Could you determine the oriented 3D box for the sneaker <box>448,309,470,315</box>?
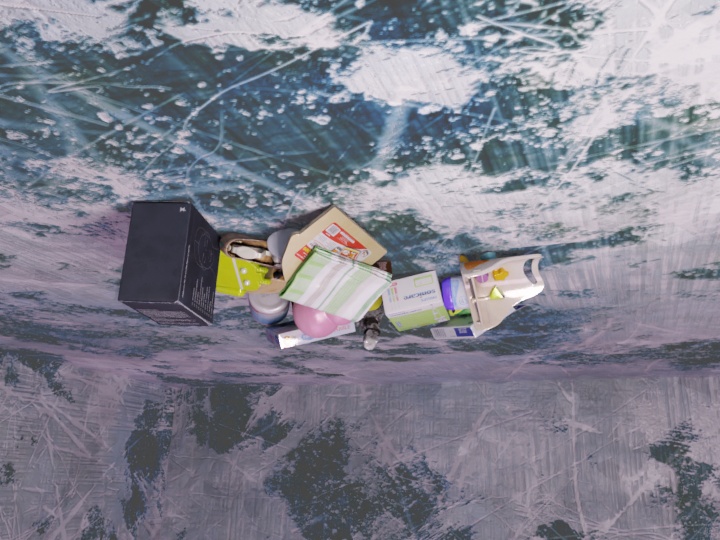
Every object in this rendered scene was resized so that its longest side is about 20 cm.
[{"bbox_3d":[0.274,0.079,1.725,0.083,0.075,0.200,-8,173,4],"label":"sneaker"}]

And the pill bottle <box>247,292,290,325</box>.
[{"bbox_3d":[-0.241,0.083,1.721,0.108,0.109,0.200,4,162,-7],"label":"pill bottle"}]

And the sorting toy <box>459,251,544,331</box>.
[{"bbox_3d":[0.325,0.022,1.471,0.179,0.107,0.200,-14,136,8],"label":"sorting toy"}]

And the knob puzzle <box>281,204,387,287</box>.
[{"bbox_3d":[-0.074,-0.029,1.312,0.218,0.031,0.220,-10,135,-11],"label":"knob puzzle"}]

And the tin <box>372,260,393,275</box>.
[{"bbox_3d":[0.000,0.000,1.468,0.111,0.042,0.200,-11,177,24],"label":"tin"}]

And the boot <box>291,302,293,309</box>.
[{"bbox_3d":[-0.133,0.052,1.664,0.073,0.076,0.200,7,161,-22],"label":"boot"}]

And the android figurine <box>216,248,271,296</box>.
[{"bbox_3d":[-0.301,-0.004,1.481,0.199,0.041,0.182,11,144,7],"label":"android figurine"}]

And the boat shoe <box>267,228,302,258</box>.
[{"bbox_3d":[-0.099,-0.045,1.376,0.199,0.072,0.068,-1,162,-14],"label":"boat shoe"}]

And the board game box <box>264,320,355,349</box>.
[{"bbox_3d":[-0.136,0.154,1.709,0.199,0.041,0.199,-12,-176,-17],"label":"board game box"}]

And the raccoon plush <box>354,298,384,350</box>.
[{"bbox_3d":[0.001,0.152,1.790,0.096,0.201,0.134,20,140,-3],"label":"raccoon plush"}]

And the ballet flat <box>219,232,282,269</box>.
[{"bbox_3d":[-0.202,-0.035,1.390,0.199,0.068,0.067,6,-167,-17],"label":"ballet flat"}]

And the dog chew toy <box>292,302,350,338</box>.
[{"bbox_3d":[-0.061,0.082,1.544,0.199,0.125,0.124,-22,155,19],"label":"dog chew toy"}]

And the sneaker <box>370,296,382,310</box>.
[{"bbox_3d":[-0.044,0.076,1.687,0.199,0.074,0.082,-3,-166,-31],"label":"sneaker"}]

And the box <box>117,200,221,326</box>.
[{"bbox_3d":[-0.370,-0.008,1.292,0.123,0.201,0.197,1,162,5],"label":"box"}]

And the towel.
[{"bbox_3d":[-0.048,0.036,1.341,0.199,0.031,0.149,19,123,-33],"label":"towel"}]

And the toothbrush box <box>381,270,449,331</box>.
[{"bbox_3d":[0.144,0.082,1.675,0.145,0.087,0.200,-14,161,10],"label":"toothbrush box"}]

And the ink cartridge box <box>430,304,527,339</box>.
[{"bbox_3d":[0.322,0.127,1.790,0.199,0.041,0.199,-27,-175,-27],"label":"ink cartridge box"}]

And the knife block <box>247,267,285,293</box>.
[{"bbox_3d":[-0.202,0.000,1.530,0.199,0.064,0.176,-1,162,9],"label":"knife block"}]

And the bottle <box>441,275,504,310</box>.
[{"bbox_3d":[0.300,0.046,1.581,0.199,0.084,0.065,-7,-179,17],"label":"bottle"}]
